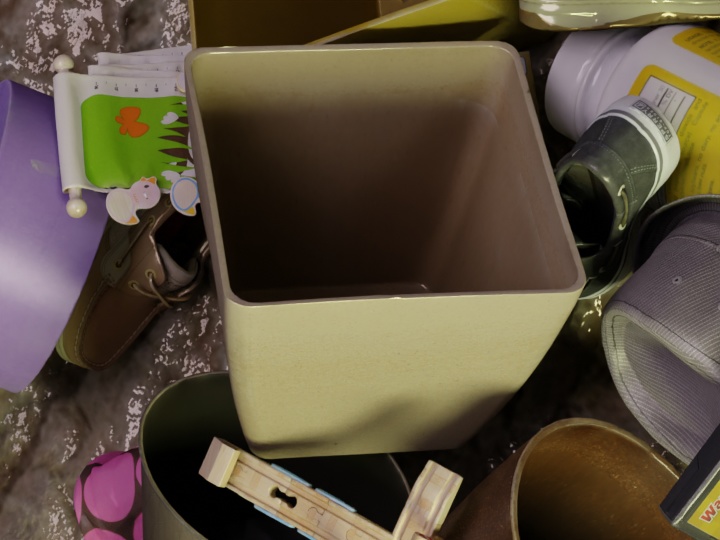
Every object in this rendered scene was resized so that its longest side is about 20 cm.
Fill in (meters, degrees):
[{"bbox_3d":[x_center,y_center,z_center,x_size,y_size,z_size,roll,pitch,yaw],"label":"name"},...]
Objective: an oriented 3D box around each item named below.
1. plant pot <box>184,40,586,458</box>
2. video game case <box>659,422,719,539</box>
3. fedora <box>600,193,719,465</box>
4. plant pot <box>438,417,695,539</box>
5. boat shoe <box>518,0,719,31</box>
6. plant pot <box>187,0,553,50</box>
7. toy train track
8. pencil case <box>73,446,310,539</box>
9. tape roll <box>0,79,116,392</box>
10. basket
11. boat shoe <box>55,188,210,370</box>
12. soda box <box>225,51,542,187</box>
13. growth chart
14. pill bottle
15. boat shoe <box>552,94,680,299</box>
[{"bbox_3d":[0.000,0.000,1.467,0.178,0.199,0.201,100,163,-47],"label":"plant pot"},{"bbox_3d":[0.285,0.089,1.344,0.200,0.180,0.026,-55,26,12],"label":"video game case"},{"bbox_3d":[0.208,0.053,1.400,0.090,0.177,0.200,-36,55,-28],"label":"fedora"},{"bbox_3d":[0.090,0.212,1.464,0.200,0.186,0.188,-36,60,38],"label":"plant pot"},{"bbox_3d":[0.189,-0.184,1.477,0.200,0.072,0.066,-9,112,-4],"label":"boat shoe"},{"bbox_3d":[0.018,-0.212,1.595,0.199,0.176,0.201,-17,69,31],"label":"plant pot"},{"bbox_3d":[-0.016,0.142,1.395,0.199,0.032,0.115,26,94,32],"label":"toy train track"},{"bbox_3d":[-0.090,0.130,1.649,0.199,0.094,0.091,-22,105,30],"label":"pencil case"},{"bbox_3d":[-0.240,-0.024,1.727,0.200,0.085,0.200,-57,20,35],"label":"tape roll"},{"bbox_3d":[-0.066,0.186,1.542,0.180,0.136,0.200,34,138,17],"label":"basket"},{"bbox_3d":[-0.140,-0.012,1.723,0.066,0.074,0.201,38,102,39],"label":"boat shoe"},{"bbox_3d":[0.009,-0.088,1.569,0.199,0.068,0.064,-6,79,-8],"label":"soda box"},{"bbox_3d":[-0.110,-0.102,1.676,0.199,0.018,0.145,-11,61,-13],"label":"growth chart"},{"bbox_3d":[0.207,-0.079,1.472,0.200,0.111,0.112,32,98,35],"label":"pill bottle"},{"bbox_3d":[0.129,-0.033,1.465,0.069,0.200,0.057,44,65,14],"label":"boat shoe"}]
